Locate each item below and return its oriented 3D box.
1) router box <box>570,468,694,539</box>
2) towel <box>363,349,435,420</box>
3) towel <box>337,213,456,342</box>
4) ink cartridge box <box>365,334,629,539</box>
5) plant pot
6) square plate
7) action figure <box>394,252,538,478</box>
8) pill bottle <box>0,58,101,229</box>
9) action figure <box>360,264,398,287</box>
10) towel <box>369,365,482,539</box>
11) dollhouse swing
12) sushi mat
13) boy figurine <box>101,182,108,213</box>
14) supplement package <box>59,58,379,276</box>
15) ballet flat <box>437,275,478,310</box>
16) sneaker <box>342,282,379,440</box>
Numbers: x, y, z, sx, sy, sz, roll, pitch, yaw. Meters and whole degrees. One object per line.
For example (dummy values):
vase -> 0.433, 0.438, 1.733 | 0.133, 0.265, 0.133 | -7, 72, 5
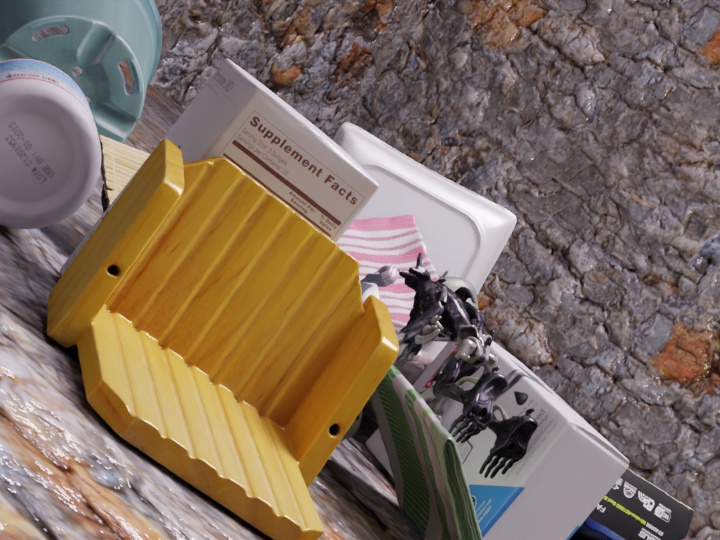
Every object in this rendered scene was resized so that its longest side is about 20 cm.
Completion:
router box -> 0.193, 0.212, 1.675 | 0.150, 0.062, 0.200 | 34, -17, -24
towel -> 0.026, 0.104, 1.653 | 0.200, 0.032, 0.191 | 37, -22, -34
towel -> 0.000, 0.000, 1.581 | 0.146, 0.030, 0.200 | 4, 29, -14
ink cartridge box -> 0.110, 0.155, 1.492 | 0.086, 0.147, 0.200 | 36, 4, -33
plant pot -> -0.289, -0.204, 1.740 | 0.200, 0.200, 0.196 | 37, 11, -21
square plate -> 0.026, -0.012, 1.696 | 0.198, 0.200, 0.028 | 28, -7, -8
action figure -> 0.066, 0.073, 1.443 | 0.119, 0.102, 0.200 | 42, 14, -38
pill bottle -> -0.256, -0.103, 1.353 | 0.109, 0.109, 0.200 | 38, 4, -17
action figure -> -0.071, 0.021, 1.404 | 0.134, 0.149, 0.200 | 8, -34, 47
towel -> 0.048, 0.153, 1.326 | 0.200, 0.023, 0.153 | -130, -156, -66
dollhouse swing -> -0.069, 0.043, 1.100 | 0.200, 0.182, 0.176 | 38, -7, -21
sushi mat -> -0.149, -0.046, 1.466 | 0.200, 0.012, 0.096 | 19, 57, -56
boy figurine -> -0.149, -0.035, 1.605 | 0.200, 0.124, 0.065 | 35, 42, -50
supplement package -> -0.102, -0.029, 1.243 | 0.117, 0.200, 0.117 | 37, 3, -22
ballet flat -> 0.015, 0.033, 1.638 | 0.200, 0.067, 0.064 | 4, 47, -13
sneaker -> -0.061, 0.075, 1.352 | 0.129, 0.080, 0.199 | -2, -22, -12
